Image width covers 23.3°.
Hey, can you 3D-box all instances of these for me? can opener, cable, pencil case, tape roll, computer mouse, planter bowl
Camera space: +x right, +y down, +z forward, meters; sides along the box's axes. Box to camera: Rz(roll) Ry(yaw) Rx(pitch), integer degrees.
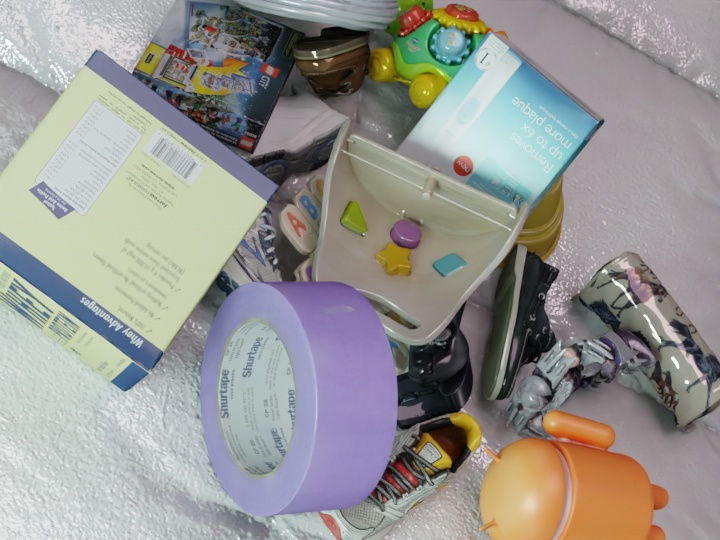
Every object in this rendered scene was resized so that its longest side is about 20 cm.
[{"bbox_3d":[0.077,0.053,1.724,0.063,0.079,0.201,-5,36,7],"label":"can opener"},{"bbox_3d":[-0.055,-0.295,1.787,0.199,0.070,0.200,6,13,-29],"label":"cable"},{"bbox_3d":[0.318,0.078,1.871,0.078,0.089,0.201,-32,83,-37],"label":"pencil case"},{"bbox_3d":[-0.057,0.109,1.515,0.084,0.200,0.201,1,60,-34],"label":"tape roll"},{"bbox_3d":[0.021,0.127,1.671,0.199,0.034,0.059,-7,65,-37],"label":"computer mouse"},{"bbox_3d":[0.158,-0.107,1.892,0.199,0.083,0.202,18,52,-24],"label":"planter bowl"}]

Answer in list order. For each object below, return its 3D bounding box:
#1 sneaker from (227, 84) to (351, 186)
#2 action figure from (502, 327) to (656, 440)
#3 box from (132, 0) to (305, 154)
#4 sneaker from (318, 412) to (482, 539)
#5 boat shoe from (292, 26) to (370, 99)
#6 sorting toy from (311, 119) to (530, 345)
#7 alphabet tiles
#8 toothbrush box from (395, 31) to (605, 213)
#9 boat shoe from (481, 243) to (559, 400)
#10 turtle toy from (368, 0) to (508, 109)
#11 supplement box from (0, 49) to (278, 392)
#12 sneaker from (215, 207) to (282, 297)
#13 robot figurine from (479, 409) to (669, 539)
[{"bbox_3d":[-0.096,-0.128,1.756,0.087,0.075,0.200,42,38,14],"label":"sneaker"},{"bbox_3d":[0.216,0.108,1.759,0.070,0.130,0.199,54,36,11],"label":"action figure"},{"bbox_3d":[-0.142,-0.204,1.738,0.136,0.038,0.200,23,35,-3],"label":"box"},{"bbox_3d":[0.036,0.184,1.608,0.078,0.082,0.200,51,47,6],"label":"sneaker"},{"bbox_3d":[-0.021,-0.211,1.801,0.200,0.071,0.069,-43,133,-71],"label":"boat shoe"},{"bbox_3d":[0.036,-0.017,1.667,0.199,0.107,0.181,25,51,0],"label":"sorting toy"},{"bbox_3d":[0.000,0.000,1.714,0.196,0.015,0.200,52,31,-8],"label":"alphabet tiles"},{"bbox_3d":[0.131,-0.121,1.786,0.146,0.200,0.085,41,14,6],"label":"toothbrush box"},{"bbox_3d":[0.170,0.060,1.791,0.066,0.075,0.200,21,41,-7],"label":"boat shoe"},{"bbox_3d":[0.083,-0.247,1.904,0.145,0.102,0.200,-5,30,-42],"label":"turtle toy"},{"bbox_3d":[-0.216,-0.039,1.509,0.199,0.134,0.200,37,71,-7],"label":"supplement box"},{"bbox_3d":[-0.106,-0.022,1.638,0.085,0.077,0.200,-42,88,-14],"label":"sneaker"},{"bbox_3d":[0.199,0.222,1.670,0.199,0.145,0.117,13,25,-26],"label":"robot figurine"}]
